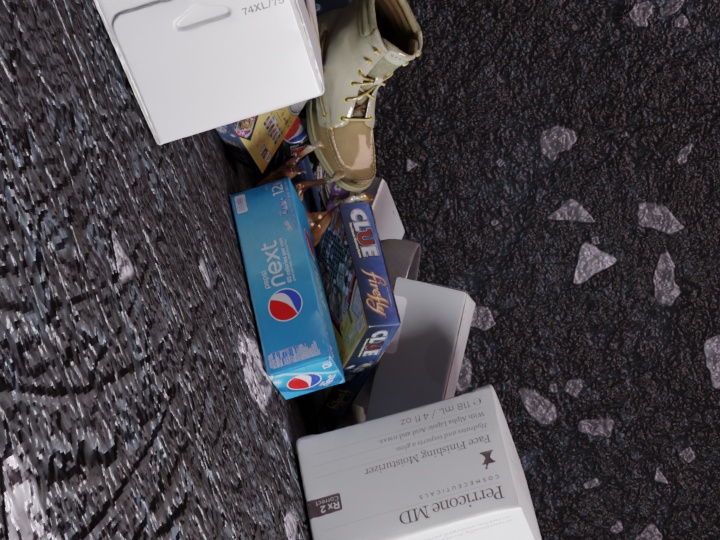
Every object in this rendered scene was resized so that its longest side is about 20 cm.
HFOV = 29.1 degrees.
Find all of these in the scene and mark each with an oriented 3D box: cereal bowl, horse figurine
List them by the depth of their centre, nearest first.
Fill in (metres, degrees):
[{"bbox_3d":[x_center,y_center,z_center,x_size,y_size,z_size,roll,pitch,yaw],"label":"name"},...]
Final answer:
[{"bbox_3d":[-0.064,-0.063,1.462,0.050,0.132,0.200,61,9,29],"label":"horse figurine"},{"bbox_3d":[0.009,0.057,1.589,0.200,0.083,0.202,12,90,-82],"label":"cereal bowl"}]

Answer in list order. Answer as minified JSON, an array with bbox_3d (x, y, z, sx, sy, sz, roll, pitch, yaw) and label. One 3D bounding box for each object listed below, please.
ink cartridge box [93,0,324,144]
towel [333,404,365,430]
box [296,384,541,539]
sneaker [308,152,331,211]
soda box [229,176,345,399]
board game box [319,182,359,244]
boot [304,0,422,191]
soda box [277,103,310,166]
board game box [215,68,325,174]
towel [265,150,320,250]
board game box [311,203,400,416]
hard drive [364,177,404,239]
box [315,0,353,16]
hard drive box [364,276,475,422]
[{"bbox_3d":[-0.121,-0.227,1.131,0.201,0.146,0.147,-97,169,-57],"label":"ink cartridge box"},{"bbox_3d":[0.007,0.241,1.627,0.133,0.034,0.201,-94,165,-73],"label":"towel"},{"bbox_3d":[0.064,0.230,1.340,0.200,0.197,0.132,64,11,-57],"label":"box"},{"bbox_3d":[-0.063,-0.092,1.777,0.085,0.078,0.201,8,62,-67],"label":"sneaker"},{"bbox_3d":[-0.071,0.016,1.337,0.068,0.064,0.201,64,11,-62],"label":"soda box"},{"bbox_3d":[-0.029,-0.022,1.602,0.120,0.032,0.202,-17,119,-87],"label":"board game box"},{"bbox_3d":[0.007,-0.197,1.481,0.154,0.072,0.202,-21,-101,52],"label":"boot"},{"bbox_3d":[-0.088,-0.206,1.627,0.063,0.071,0.200,39,16,-28],"label":"soda box"},{"bbox_3d":[-0.103,-0.198,1.381,0.136,0.034,0.200,-59,160,-12],"label":"board game box"},{"bbox_3d":[-0.080,-0.085,1.632,0.200,0.048,0.112,-94,168,-69],"label":"towel"},{"bbox_3d":[-0.018,0.043,1.393,0.200,0.034,0.136,119,-38,-56],"label":"board game box"},{"bbox_3d":[0.000,0.000,1.763,0.132,0.026,0.201,65,42,-56],"label":"hard drive"},{"bbox_3d":[-0.077,-0.321,1.855,0.107,0.147,0.201,63,11,-59],"label":"box"},{"bbox_3d":[0.067,0.095,1.478,0.200,0.076,0.157,37,66,-82],"label":"hard drive box"}]
